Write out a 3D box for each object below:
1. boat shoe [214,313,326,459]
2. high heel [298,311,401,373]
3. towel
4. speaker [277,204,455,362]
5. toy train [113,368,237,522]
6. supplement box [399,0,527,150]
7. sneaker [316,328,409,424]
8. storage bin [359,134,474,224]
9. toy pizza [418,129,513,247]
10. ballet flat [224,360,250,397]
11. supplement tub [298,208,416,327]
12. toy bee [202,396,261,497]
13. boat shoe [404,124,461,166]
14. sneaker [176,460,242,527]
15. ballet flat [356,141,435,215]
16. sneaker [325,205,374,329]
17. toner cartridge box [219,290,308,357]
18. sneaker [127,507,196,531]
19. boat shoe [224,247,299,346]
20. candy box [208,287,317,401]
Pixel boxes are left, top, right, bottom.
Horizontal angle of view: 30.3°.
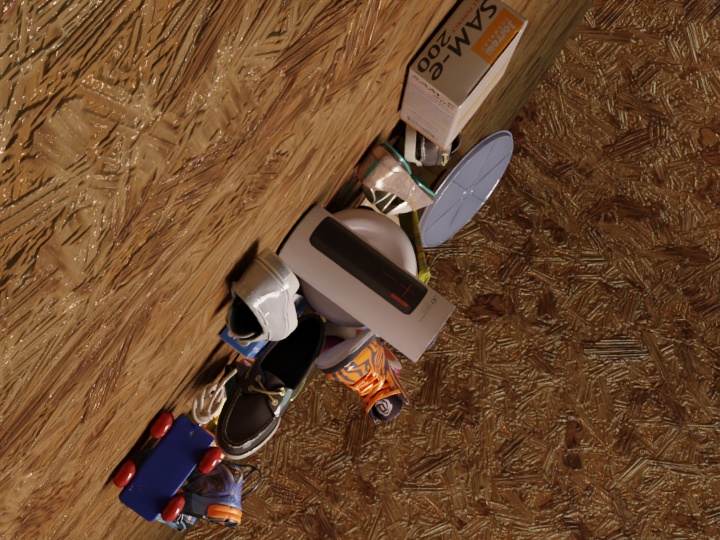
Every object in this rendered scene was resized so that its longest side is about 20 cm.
[{"bbox_3d":[-0.107,0.133,1.582,0.201,0.072,0.061,-56,176,-30],"label":"boat shoe"},{"bbox_3d":[-0.049,0.111,1.759,0.096,0.200,0.067,-59,-174,20],"label":"high heel"},{"bbox_3d":[0.068,-0.073,1.790,0.086,0.018,0.200,115,-31,-68],"label":"towel"},{"bbox_3d":[0.008,0.015,1.497,0.081,0.200,0.081,-53,176,-5],"label":"speaker"},{"bbox_3d":[-0.201,0.191,1.557,0.200,0.085,0.116,-53,-174,0],"label":"toy train"},{"bbox_3d":[0.112,-0.227,1.515,0.126,0.073,0.200,-52,176,-9],"label":"supplement box"},{"bbox_3d":[0.013,0.131,1.614,0.077,0.112,0.200,-29,177,13],"label":"sneaker"},{"bbox_3d":[0.085,-0.123,1.983,0.199,0.094,0.200,-53,176,14],"label":"storage bin"},{"bbox_3d":[0.139,-0.118,1.846,0.200,0.032,0.200,-44,161,-19],"label":"toy pizza"},{"bbox_3d":[-0.136,0.165,1.691,0.072,0.072,0.200,-53,-165,5],"label":"ballet flat"},{"bbox_3d":[0.000,0.000,1.689,0.145,0.145,0.200,-53,176,0],"label":"supplement tub"},{"bbox_3d":[-0.203,0.219,1.745,0.200,0.109,0.131,-16,-143,52],"label":"toy bee"},{"bbox_3d":[0.102,-0.170,1.755,0.201,0.060,0.072,-35,129,-76],"label":"boat shoe"},{"bbox_3d":[-0.203,0.265,1.647,0.200,0.075,0.079,2,-110,49],"label":"sneaker"},{"bbox_3d":[0.038,-0.107,1.668,0.067,0.068,0.200,-48,157,2],"label":"ballet flat"},{"bbox_3d":[-0.006,0.005,1.834,0.078,0.075,0.200,41,54,-68],"label":"sneaker"},{"bbox_3d":[-0.113,0.056,1.610,0.095,0.043,0.200,-53,176,0],"label":"toner cartridge box"},{"bbox_3d":[-0.260,0.316,1.837,0.078,0.090,0.200,-53,175,-4],"label":"sneaker"},{"bbox_3d":[-0.111,0.039,1.389,0.071,0.070,0.201,-40,169,-17],"label":"boat shoe"},{"bbox_3d":[-0.123,0.107,1.856,0.200,0.056,0.117,-56,175,22],"label":"candy box"}]
